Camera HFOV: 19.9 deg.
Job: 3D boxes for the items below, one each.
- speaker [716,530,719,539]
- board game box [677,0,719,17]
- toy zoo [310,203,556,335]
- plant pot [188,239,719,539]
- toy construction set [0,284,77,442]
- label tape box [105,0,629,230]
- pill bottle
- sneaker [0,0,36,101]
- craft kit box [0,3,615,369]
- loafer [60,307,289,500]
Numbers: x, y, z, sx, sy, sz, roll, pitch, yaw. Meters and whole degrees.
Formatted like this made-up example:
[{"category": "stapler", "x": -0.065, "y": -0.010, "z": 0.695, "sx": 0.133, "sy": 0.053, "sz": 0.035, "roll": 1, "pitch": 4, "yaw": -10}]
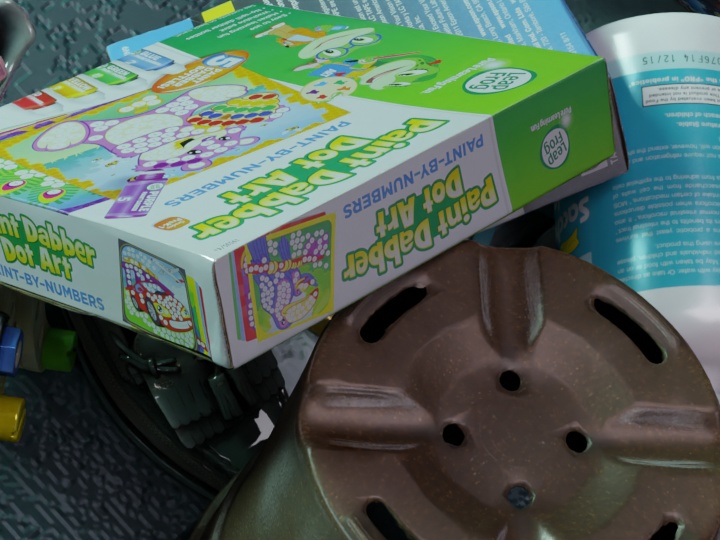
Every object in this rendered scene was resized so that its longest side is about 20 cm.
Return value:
[{"category": "speaker", "x": 0.166, "y": 0.184, "z": 0.890, "sx": 0.081, "sy": 0.081, "sz": 0.200, "roll": 35, "pitch": 47, "yaw": -5}, {"category": "board game box", "x": 0.152, "y": -0.187, "z": 1.017, "sx": 0.200, "sy": 0.200, "sz": 0.062, "roll": 40, "pitch": 96, "yaw": -21}, {"category": "toy zoo", "x": 0.052, "y": 0.000, "z": 0.979, "sx": 0.199, "sy": 0.020, "sz": 0.132, "roll": 29, "pitch": 61, "yaw": -9}, {"category": "plant pot", "x": 0.036, "y": 0.101, "z": 0.767, "sx": 0.199, "sy": 0.199, "sz": 0.202, "roll": 5, "pitch": 57, "yaw": -8}, {"category": "toy construction set", "x": -0.155, "y": 0.066, "z": 0.816, "sx": 0.091, "sy": 0.131, "sz": 0.202, "roll": -4, "pitch": 75, "yaw": -5}, {"category": "label tape box", "x": 0.001, "y": -0.074, "z": 0.923, "sx": 0.199, "sy": 0.063, "sz": 0.145, "roll": -22, "pitch": 47, "yaw": 0}, {"category": "pill bottle", "x": 0.144, "y": -0.008, "z": 0.944, "sx": 0.110, "sy": 0.111, "sz": 0.202, "roll": 8, "pitch": 66, "yaw": -19}, {"category": "sneaker", "x": -0.186, "y": -0.064, "z": 0.817, "sx": 0.070, "sy": 0.082, "sz": 0.200, "roll": 56, "pitch": 18, "yaw": -21}, {"category": "craft kit box", "x": -0.042, "y": -0.042, "z": 0.764, "sx": 0.199, "sy": 0.197, "sz": 0.049, "roll": -29, "pitch": 123, "yaw": -38}, {"category": "loafer", "x": -0.091, "y": 0.015, "z": 0.890, "sx": 0.072, "sy": 0.063, "sz": 0.200, "roll": -35, "pitch": 85, "yaw": -30}]
